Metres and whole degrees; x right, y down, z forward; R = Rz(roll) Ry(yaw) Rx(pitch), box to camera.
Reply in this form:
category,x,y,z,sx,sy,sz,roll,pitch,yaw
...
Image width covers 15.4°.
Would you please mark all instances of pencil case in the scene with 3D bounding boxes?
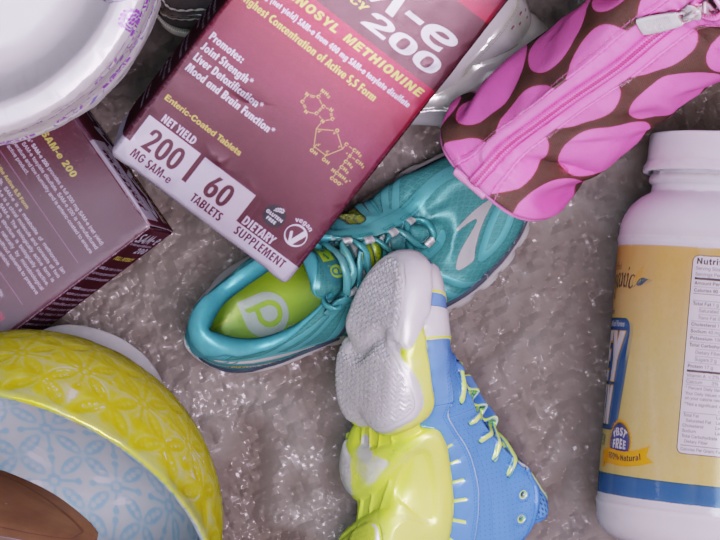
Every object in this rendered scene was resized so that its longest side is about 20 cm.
category,x,y,z,sx,sy,sz,roll,pitch,yaw
pencil case,0.122,-0.097,1.266,0.091,0.094,0.200,43,130,-7

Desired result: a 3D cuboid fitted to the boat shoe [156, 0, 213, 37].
category,x,y,z,sx,sy,sz,roll,pitch,yaw
boat shoe,-0.026,-0.186,1.346,0.201,0.061,0.072,-32,86,7

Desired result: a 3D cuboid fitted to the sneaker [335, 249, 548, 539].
category,x,y,z,sx,sy,sz,roll,pitch,yaw
sneaker,0.044,0.084,1.357,0.105,0.076,0.201,-2,111,-24

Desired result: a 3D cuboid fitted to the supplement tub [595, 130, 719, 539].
category,x,y,z,sx,sy,sz,roll,pitch,yaw
supplement tub,0.194,0.038,1.312,0.144,0.145,0.201,5,88,9

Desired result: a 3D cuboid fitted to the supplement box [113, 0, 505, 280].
category,x,y,z,sx,sy,sz,roll,pitch,yaw
supplement box,-0.018,-0.108,1.287,0.109,0.061,0.200,36,101,-10

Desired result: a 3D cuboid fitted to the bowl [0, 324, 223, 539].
category,x,y,z,sx,sy,sz,roll,pitch,yaw
bowl,-0.153,0.093,1.368,0.199,0.201,0.108,13,48,9

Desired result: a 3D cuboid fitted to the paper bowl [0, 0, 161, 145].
category,x,y,z,sx,sy,sz,roll,pitch,yaw
paper bowl,-0.194,-0.162,1.325,0.199,0.104,0.202,0,89,4

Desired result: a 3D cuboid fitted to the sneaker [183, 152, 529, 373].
category,x,y,z,sx,sy,sz,roll,pitch,yaw
sneaker,0.000,0.000,1.375,0.199,0.080,0.078,-29,84,6

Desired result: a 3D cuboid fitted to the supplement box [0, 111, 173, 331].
category,x,y,z,sx,sy,sz,roll,pitch,yaw
supplement box,-0.212,-0.006,1.416,0.200,0.061,0.109,-36,83,6

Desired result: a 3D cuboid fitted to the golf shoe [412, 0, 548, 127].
category,x,y,z,sx,sy,sz,roll,pitch,yaw
golf shoe,-0.003,-0.100,1.370,0.199,0.075,0.092,-30,122,1

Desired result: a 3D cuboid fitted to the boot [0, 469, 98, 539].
category,x,y,z,sx,sy,sz,roll,pitch,yaw
boot,-0.222,0.164,1.294,0.199,0.070,0.147,18,107,27
